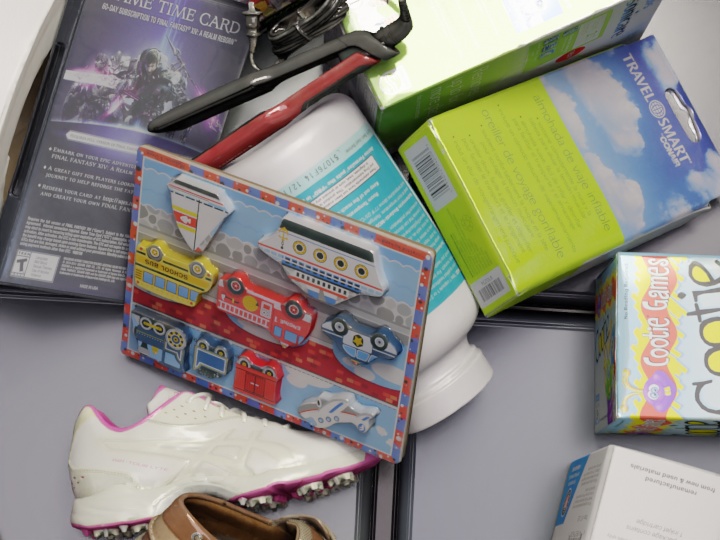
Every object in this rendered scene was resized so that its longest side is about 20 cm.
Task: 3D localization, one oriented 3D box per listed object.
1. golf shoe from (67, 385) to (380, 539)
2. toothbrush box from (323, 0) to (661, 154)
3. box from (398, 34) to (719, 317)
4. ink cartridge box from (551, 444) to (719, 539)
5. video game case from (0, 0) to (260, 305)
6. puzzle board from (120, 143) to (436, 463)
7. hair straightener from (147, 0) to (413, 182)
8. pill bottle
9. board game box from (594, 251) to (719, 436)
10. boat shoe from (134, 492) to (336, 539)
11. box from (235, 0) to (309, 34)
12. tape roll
[{"bbox_3d":[-0.087,0.110,1.436,0.198,0.075,0.092,-10,78,-5],"label":"golf shoe"},{"bbox_3d":[0.082,-0.159,1.447,0.199,0.146,0.087,-26,82,-7],"label":"toothbrush box"},{"bbox_3d":[0.132,-0.063,1.450,0.199,0.048,0.123,-23,82,-35],"label":"box"},{"bbox_3d":[0.150,0.216,1.388,0.085,0.146,0.202,14,81,-2],"label":"ink cartridge box"},{"bbox_3d":[-0.144,-0.080,1.415,0.019,0.142,0.202,23,99,42],"label":"video game case"},{"bbox_3d":[-0.055,0.022,1.388,0.199,0.017,0.152,20,125,18],"label":"puzzle board"},{"bbox_3d":[-0.050,-0.128,1.369,0.199,0.041,0.077,-31,80,28],"label":"hair straightener"},{"bbox_3d":[0.000,0.000,1.425,0.110,0.111,0.201,-35,98,-7],"label":"pill bottle"},{"bbox_3d":[0.251,0.050,1.440,0.198,0.105,0.104,2,81,-1],"label":"board game box"},{"bbox_3d":[-0.040,0.188,1.394,0.199,0.076,0.072,19,119,-23],"label":"boat shoe"},{"bbox_3d":[-0.023,-0.245,1.513,0.199,0.035,0.111,-32,83,-7],"label":"box"},{"bbox_3d":[-0.229,-0.099,1.398,0.070,0.202,0.204,19,81,2],"label":"tape roll"}]
